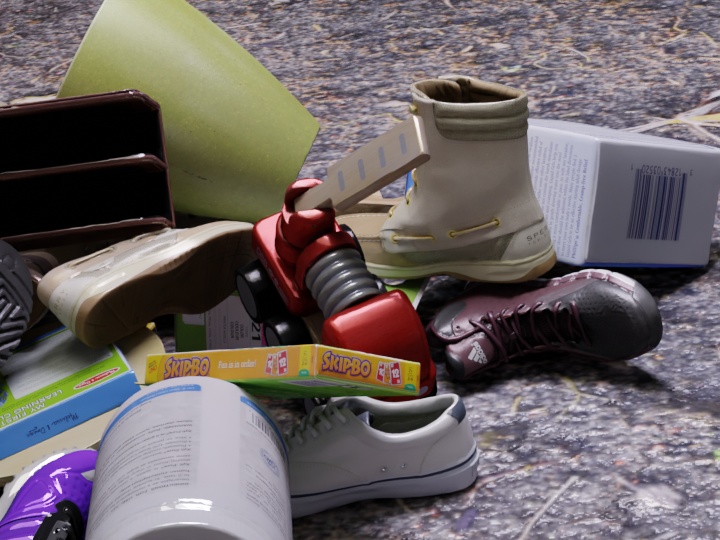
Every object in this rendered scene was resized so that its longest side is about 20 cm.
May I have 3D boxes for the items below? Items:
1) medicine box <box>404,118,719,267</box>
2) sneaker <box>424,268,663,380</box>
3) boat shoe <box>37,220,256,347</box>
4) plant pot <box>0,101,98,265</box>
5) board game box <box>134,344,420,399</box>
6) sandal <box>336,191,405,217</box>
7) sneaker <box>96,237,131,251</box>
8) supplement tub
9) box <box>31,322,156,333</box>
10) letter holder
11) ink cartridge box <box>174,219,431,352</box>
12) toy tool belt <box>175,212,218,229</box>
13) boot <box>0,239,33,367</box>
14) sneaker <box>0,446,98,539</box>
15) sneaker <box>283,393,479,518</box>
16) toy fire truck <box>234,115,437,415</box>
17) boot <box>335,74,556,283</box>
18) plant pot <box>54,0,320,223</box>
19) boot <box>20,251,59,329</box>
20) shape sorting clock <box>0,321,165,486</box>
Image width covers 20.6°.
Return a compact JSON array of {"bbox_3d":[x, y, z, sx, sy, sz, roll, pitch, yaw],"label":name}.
[{"bbox_3d":[0.168,-0.069,1.647,0.199,0.104,0.181,13,9,43],"label":"medicine box"},{"bbox_3d":[0.127,0.053,1.504,0.115,0.076,0.199,-32,22,-35],"label":"sneaker"},{"bbox_3d":[-0.155,-0.002,1.490,0.065,0.073,0.199,32,36,28],"label":"boat shoe"},{"bbox_3d":[-0.305,-0.042,1.721,0.133,0.202,0.200,16,30,21],"label":"plant pot"},{"bbox_3d":[-0.061,0.071,1.347,0.095,0.030,0.199,12,-15,-41],"label":"board game box"},{"bbox_3d":[0.054,-0.031,1.730,0.210,0.078,0.070,-3,55,-34],"label":"sandal"},{"bbox_3d":[-0.201,0.003,1.748,0.075,0.071,0.200,-27,19,-1],"label":"sneaker"},{"bbox_3d":[-0.107,0.163,1.237,0.130,0.133,0.200,-8,23,1],"label":"supplement tub"},{"bbox_3d":[-0.277,0.095,1.561,0.198,0.050,0.160,0,26,18],"label":"box"},{"bbox_3d":[-0.248,-0.070,1.478,0.198,0.102,0.142,-8,-2,1],"label":"letter holder"},{"bbox_3d":[-0.038,0.021,1.619,0.198,0.077,0.148,7,26,12],"label":"ink cartridge box"},{"bbox_3d":[-0.125,-0.090,1.756,0.199,0.124,0.125,25,11,14],"label":"toy tool belt"},{"bbox_3d":[-0.339,0.071,1.433,0.157,0.080,0.212,-10,42,45],"label":"boot"},{"bbox_3d":[-0.210,0.194,1.286,0.099,0.070,0.200,11,38,36],"label":"sneaker"},{"bbox_3d":[-0.018,0.121,1.378,0.198,0.072,0.073,-9,23,-2],"label":"sneaker"},{"bbox_3d":[0.000,0.000,1.427,0.128,0.201,0.177,-22,63,-17],"label":"toy fire truck"},{"bbox_3d":[0.051,-0.073,1.537,0.198,0.156,0.072,4,28,31],"label":"boot"},{"bbox_3d":[-0.141,-0.122,1.638,0.199,0.188,0.187,27,25,-4],"label":"plant pot"},{"bbox_3d":[-0.285,0.015,1.563,0.198,0.071,0.146,-8,9,30],"label":"boot"},{"bbox_3d":[-0.235,0.095,1.443,0.198,0.040,0.200,-15,25,7],"label":"shape sorting clock"}]
